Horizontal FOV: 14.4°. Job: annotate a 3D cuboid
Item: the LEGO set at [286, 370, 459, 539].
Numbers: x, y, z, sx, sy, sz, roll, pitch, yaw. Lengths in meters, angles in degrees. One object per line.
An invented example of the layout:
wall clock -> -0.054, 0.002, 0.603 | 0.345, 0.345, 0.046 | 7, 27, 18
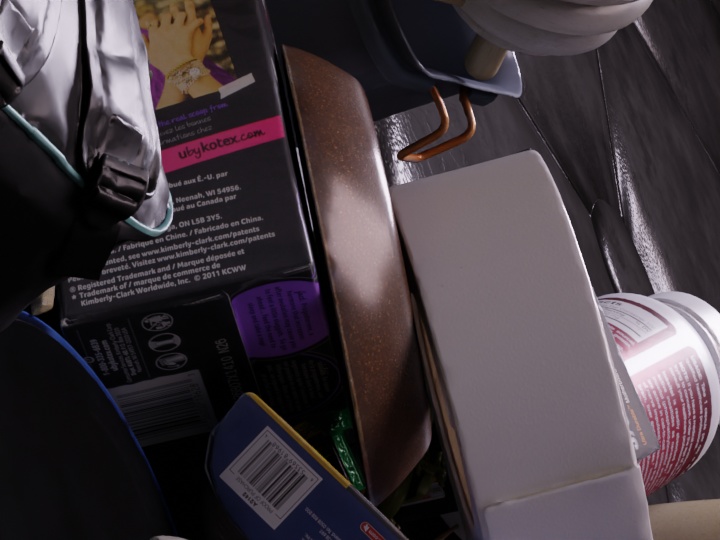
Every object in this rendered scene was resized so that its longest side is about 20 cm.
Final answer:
LEGO set -> 0.009, 0.127, 1.364 | 0.153, 0.116, 0.201 | -30, 88, -44

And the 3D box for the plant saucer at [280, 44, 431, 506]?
plant saucer -> 0.000, 0.000, 1.219 | 0.200, 0.034, 0.202 | 170, -90, -89

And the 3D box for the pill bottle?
pill bottle -> 0.129, 0.079, 1.584 | 0.200, 0.113, 0.114 | -23, 90, -50

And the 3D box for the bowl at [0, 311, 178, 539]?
bowl -> -0.118, 0.105, 1.056 | 0.201, 0.039, 0.201 | 57, 19, -32

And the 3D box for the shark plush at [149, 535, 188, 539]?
shark plush -> -0.039, 0.186, 1.050 | 0.083, 0.091, 0.201 | -27, 111, -32

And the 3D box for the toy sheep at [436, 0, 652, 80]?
toy sheep -> 0.086, -0.165, 1.302 | 0.137, 0.200, 0.139 | 14, 48, -16

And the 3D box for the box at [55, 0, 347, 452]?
box -> -0.078, -0.042, 1.203 | 0.123, 0.105, 0.201 | 78, 1, -58

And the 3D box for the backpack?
backpack -> -0.161, -0.092, 0.975 | 0.176, 0.153, 0.201 | 42, 32, -44

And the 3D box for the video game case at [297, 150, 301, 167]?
video game case -> -0.083, -0.093, 1.449 | 0.183, 0.022, 0.200 | 67, 17, -2

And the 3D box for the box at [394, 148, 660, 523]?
box -> 0.050, 0.038, 1.432 | 0.046, 0.200, 0.160 | -24, 93, -31

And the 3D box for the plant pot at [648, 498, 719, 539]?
plant pot -> 0.182, 0.205, 1.586 | 0.188, 0.199, 0.188 | 56, 21, -34

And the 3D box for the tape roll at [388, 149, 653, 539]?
tape roll -> 0.068, 0.053, 1.231 | 0.202, 0.070, 0.204 | 166, -90, -88

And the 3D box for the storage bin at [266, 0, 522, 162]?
storage bin -> -0.018, -0.114, 1.408 | 0.146, 0.134, 0.200 | 70, 18, 7

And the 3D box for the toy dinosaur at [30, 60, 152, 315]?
toy dinosaur -> -0.137, -0.080, 1.134 | 0.201, 0.088, 0.048 | 61, -24, 14

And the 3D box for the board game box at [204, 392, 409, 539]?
board game box -> 0.019, 0.156, 1.192 | 0.200, 0.062, 0.200 | 43, -6, 16
